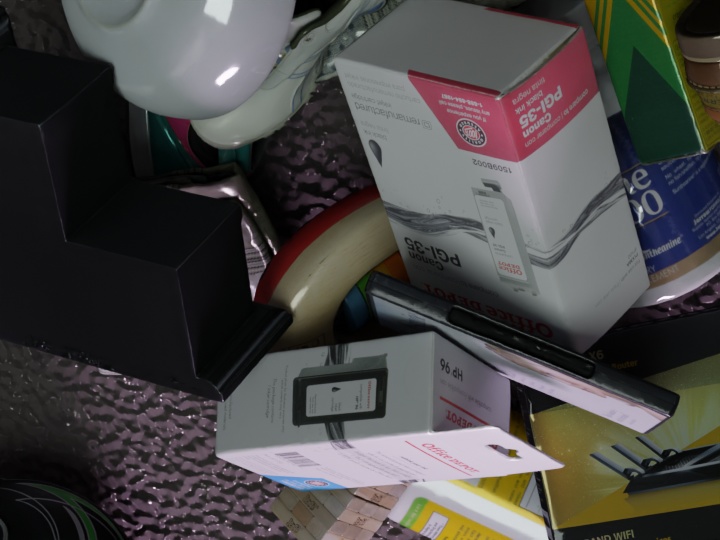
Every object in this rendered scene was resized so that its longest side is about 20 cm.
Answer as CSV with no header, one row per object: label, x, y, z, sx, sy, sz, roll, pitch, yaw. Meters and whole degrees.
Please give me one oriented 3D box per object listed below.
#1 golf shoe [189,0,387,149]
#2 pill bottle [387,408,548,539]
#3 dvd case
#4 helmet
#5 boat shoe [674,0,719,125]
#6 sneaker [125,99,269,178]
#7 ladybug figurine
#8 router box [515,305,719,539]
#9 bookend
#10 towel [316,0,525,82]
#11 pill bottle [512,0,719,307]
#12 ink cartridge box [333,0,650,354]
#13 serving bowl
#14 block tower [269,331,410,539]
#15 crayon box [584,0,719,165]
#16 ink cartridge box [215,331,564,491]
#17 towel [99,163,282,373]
golf shoe,-0.050,-0.154,1.111,0.078,0.097,0.200,46,111,6
pill bottle,0.127,0.171,1.306,0.199,0.111,0.112,25,120,-1
dvd case,0.098,0.054,1.118,0.199,0.143,0.018,23,83,6
helmet,-0.266,0.259,1.399,0.199,0.191,0.201,-14,137,-13
boat shoe,0.256,-0.161,1.073,0.072,0.200,0.068,13,135,46
sneaker,-0.101,-0.144,1.211,0.120,0.084,0.201,3,118,12
ladybug figurine,0.000,0.000,1.226,0.072,0.199,0.136,42,152,34
router box,0.216,0.112,1.226,0.199,0.052,0.158,-12,90,-1
bookend,-0.159,-0.043,1.109,0.198,0.092,0.201,13,129,26
towel,0.007,-0.233,1.148,0.199,0.035,0.194,-17,92,22
pill bottle,0.165,-0.085,1.164,0.110,0.111,0.201,-23,110,22
ink cartridge box,0.084,-0.058,1.104,0.146,0.083,0.201,19,140,43
serving bowl,-0.127,-0.190,1.085,0.199,0.066,0.202,10,104,44
block tower,0.022,0.106,1.238,0.058,0.054,0.200,42,97,35
crayon box,0.188,-0.181,1.088,0.051,0.127,0.201,-9,106,41
ink cartridge box,0.020,0.092,1.140,0.199,0.068,0.116,-8,158,28
towel,-0.141,0.008,1.277,0.191,0.035,0.201,-6,137,20
